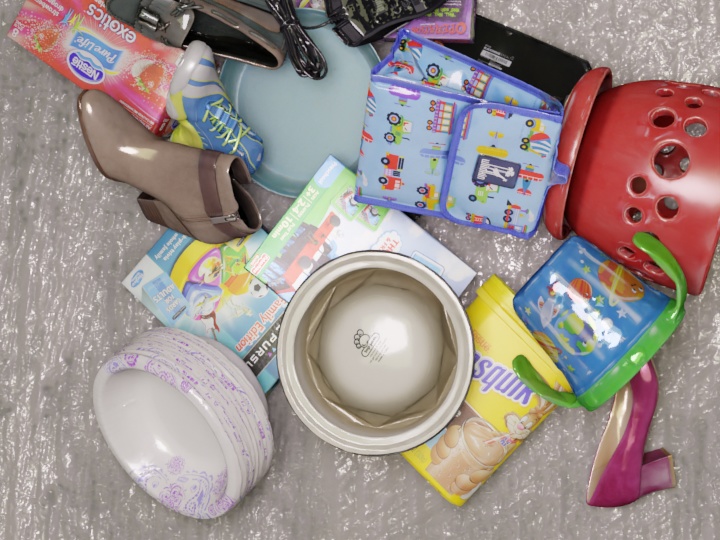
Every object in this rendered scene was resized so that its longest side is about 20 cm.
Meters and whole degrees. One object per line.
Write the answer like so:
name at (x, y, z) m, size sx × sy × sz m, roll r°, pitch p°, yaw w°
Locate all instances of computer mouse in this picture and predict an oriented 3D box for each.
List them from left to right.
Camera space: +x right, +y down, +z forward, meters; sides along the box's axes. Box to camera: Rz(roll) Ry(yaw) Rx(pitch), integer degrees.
computer mouse at (-0.009, -0.298, 1.435) m, size 0.199 × 0.046 × 0.141 m, roll -31°, pitch 90°, yaw -5°

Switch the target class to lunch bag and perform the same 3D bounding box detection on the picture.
lunch bag at (0.106, -0.120, 1.321) m, size 0.198 × 0.094 × 0.152 m, roll 19°, pitch 132°, yaw 12°

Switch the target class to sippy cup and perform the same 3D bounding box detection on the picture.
sippy cup at (0.220, 0.042, 1.326) m, size 0.130 × 0.140 × 0.178 m, roll 43°, pitch 87°, yaw 5°

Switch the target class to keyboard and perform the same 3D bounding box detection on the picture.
keyboard at (0.141, -0.208, 1.473) m, size 0.198 × 0.040 × 0.105 m, roll 27°, pitch 83°, yaw 20°

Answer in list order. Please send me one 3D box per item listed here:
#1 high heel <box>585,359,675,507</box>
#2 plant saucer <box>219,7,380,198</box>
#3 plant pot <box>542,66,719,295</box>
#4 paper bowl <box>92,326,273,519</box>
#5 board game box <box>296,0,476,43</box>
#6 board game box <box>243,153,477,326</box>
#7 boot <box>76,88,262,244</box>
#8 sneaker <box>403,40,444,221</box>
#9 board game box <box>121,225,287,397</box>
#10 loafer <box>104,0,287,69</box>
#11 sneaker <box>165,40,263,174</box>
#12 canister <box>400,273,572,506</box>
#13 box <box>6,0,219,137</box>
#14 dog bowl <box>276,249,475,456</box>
high heel at (0.263, 0.145, 1.439) m, size 0.095 × 0.067 × 0.203 m, roll -13°, pitch 100°, yaw -4°
plant saucer at (-0.060, -0.180, 1.489) m, size 0.197 × 0.027 × 0.203 m, roll 2°, pitch 98°, yaw 16°
plant pot at (0.284, -0.094, 1.378) m, size 0.180 × 0.200 × 0.203 m, roll 16°, pitch 91°, yaw 15°
paper bowl at (-0.176, 0.150, 1.448) m, size 0.199 × 0.104 × 0.203 m, roll 22°, pitch 133°, yaw 27°
board game box at (0.028, -0.307, 1.482) m, size 0.197 × 0.032 × 0.122 m, roll 5°, pitch 86°, yaw 16°
board game box at (0.000, 0.000, 1.448) m, size 0.199 × 0.037 × 0.152 m, roll 38°, pitch 88°, yaw -2°
boot at (-0.186, -0.107, 1.408) m, size 0.145 × 0.201 × 0.071 m, roll 3°, pitch 51°, yaw 32°
sneaker at (0.064, -0.145, 1.448) m, size 0.069 × 0.090 × 0.202 m, roll 20°, pitch 132°, yaw 21°
board game box at (-0.137, 0.026, 1.502) m, size 0.200 × 0.047 × 0.151 m, roll 43°, pitch 94°, yaw 6°
loafer at (-0.166, -0.254, 1.415) m, size 0.197 × 0.072 × 0.064 m, roll 9°, pitch 54°, yaw -18°
sneaker at (-0.143, -0.159, 1.428) m, size 0.104 × 0.200 × 0.076 m, roll 22°, pitch 66°, yaw 2°
canister at (0.124, 0.127, 1.447) m, size 0.148 × 0.087 × 0.200 m, roll 44°, pitch 96°, yaw 6°
box at (-0.266, -0.239, 1.494) m, size 0.199 × 0.095 × 0.100 m, roll 35°, pitch 101°, yaw 6°
dog bowl at (0.019, 0.081, 1.383) m, size 0.197 × 0.074 × 0.203 m, roll 0°, pitch 91°, yaw 8°
